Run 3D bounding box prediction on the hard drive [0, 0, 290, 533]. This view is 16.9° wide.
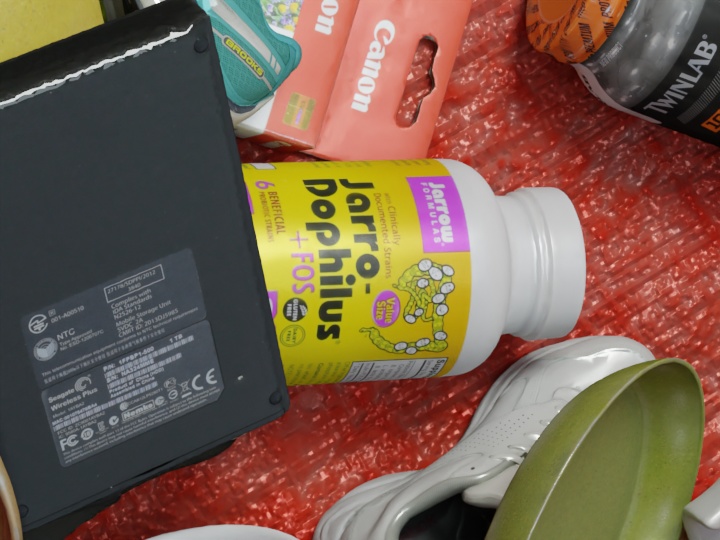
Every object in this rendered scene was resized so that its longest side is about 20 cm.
[{"bbox_3d":[-0.110,0.000,0.998,0.139,0.033,0.200,-23,127,-18],"label":"hard drive"}]

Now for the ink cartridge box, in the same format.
[{"bbox_3d":[-0.043,-0.117,1.146,0.200,0.050,0.109,18,85,-16],"label":"ink cartridge box"}]

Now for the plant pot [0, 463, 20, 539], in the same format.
[{"bbox_3d":[-0.224,0.091,1.002,0.200,0.200,0.027,57,33,-11],"label":"plant pot"}]

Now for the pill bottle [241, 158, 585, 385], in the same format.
[{"bbox_3d":[0.000,0.000,1.135,0.200,0.104,0.104,-3,92,-18],"label":"pill bottle"}]

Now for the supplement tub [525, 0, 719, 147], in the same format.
[{"bbox_3d":[0.190,-0.120,1.185,0.200,0.123,0.123,18,85,-17],"label":"supplement tub"}]

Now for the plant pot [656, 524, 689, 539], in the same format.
[{"bbox_3d":[0.195,0.219,1.242,0.200,0.027,0.200,0,90,-18],"label":"plant pot"}]

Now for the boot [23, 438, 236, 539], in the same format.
[{"bbox_3d":[-0.149,0.116,1.118,0.200,0.077,0.138,-5,119,-35],"label":"boot"}]

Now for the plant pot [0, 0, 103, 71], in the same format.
[{"bbox_3d":[-0.184,-0.083,1.027,0.200,0.200,0.142,-39,105,-13],"label":"plant pot"}]

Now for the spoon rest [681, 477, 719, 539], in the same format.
[{"bbox_3d":[0.216,0.178,1.212,0.099,0.061,0.200,-37,114,-13],"label":"spoon rest"}]

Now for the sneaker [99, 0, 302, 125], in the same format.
[{"bbox_3d":[-0.090,-0.160,1.075,0.080,0.077,0.200,-31,109,-23],"label":"sneaker"}]

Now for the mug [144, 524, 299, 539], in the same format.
[{"bbox_3d":[-0.041,0.218,1.098,0.200,0.148,0.175,-22,116,-14],"label":"mug"}]

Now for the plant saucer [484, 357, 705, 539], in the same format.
[{"bbox_3d":[0.100,0.129,1.124,0.031,0.200,0.200,22,82,27],"label":"plant saucer"}]

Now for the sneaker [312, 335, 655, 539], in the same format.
[{"bbox_3d":[0.075,0.104,1.162,0.200,0.099,0.078,-38,102,-14],"label":"sneaker"}]
